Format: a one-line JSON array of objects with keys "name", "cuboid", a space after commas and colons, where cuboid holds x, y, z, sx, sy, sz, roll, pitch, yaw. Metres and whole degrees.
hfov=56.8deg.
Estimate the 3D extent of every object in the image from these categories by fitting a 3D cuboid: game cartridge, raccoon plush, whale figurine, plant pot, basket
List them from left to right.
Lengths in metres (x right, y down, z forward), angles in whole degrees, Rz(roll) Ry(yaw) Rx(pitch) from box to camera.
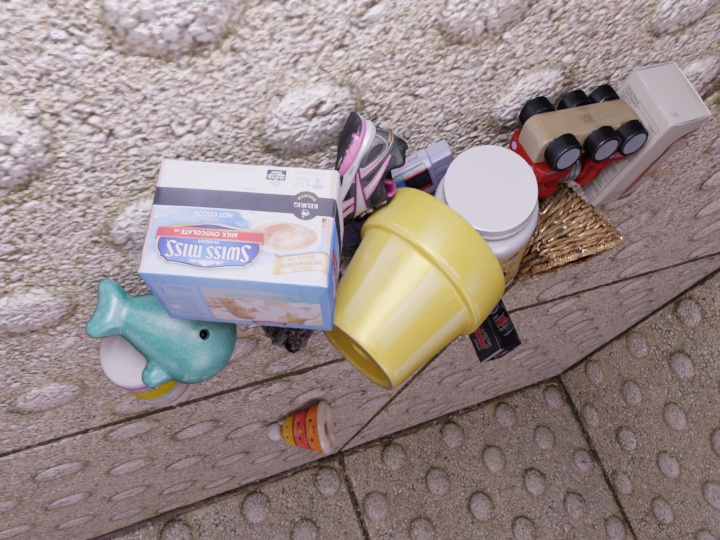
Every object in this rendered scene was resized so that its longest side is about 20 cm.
[{"name": "whale figurine", "cuboid": [-0.255, 0.075, 0.884, 0.196, 0.164, 0.103, 23, 164, -30]}, {"name": "raccoon plush", "cuboid": [-0.090, 0.041, 1.118, 0.200, 0.096, 0.136, -43, 166, -50]}, {"name": "game cartridge", "cuboid": [0.045, -0.103, 0.945, 0.196, 0.039, 0.130, -26, 162, 7]}, {"name": "plant pot", "cuboid": [0.052, 0.036, 0.840, 0.190, 0.199, 0.202, -48, 165, -18]}, {"name": "basket", "cuboid": [0.319, -0.031, 1.117, 0.143, 0.148, 0.200, -48, 177, -10]}]

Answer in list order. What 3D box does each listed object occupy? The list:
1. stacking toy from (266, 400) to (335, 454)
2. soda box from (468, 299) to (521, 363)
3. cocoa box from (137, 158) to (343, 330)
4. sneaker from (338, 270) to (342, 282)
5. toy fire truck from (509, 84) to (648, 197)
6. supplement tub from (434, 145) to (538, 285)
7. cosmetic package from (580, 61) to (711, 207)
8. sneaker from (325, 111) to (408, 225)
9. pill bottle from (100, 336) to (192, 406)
[{"name": "stacking toy", "cuboid": [-0.178, 0.464, 1.925, 0.193, 0.151, 0.146, -10, 160, 10]}, {"name": "soda box", "cuboid": [0.233, 0.069, 1.296, 0.062, 0.205, 0.071, -7, 155, -34]}, {"name": "cocoa box", "cuboid": [-0.120, -0.023, 0.726, 0.193, 0.135, 0.134, 4, 156, 2]}, {"name": "sneaker", "cuboid": [-0.087, -0.017, 0.893, 0.074, 0.079, 0.201, -32, 123, 11]}, {"name": "toy fire truck", "cuboid": [0.284, -0.160, 0.967, 0.171, 0.131, 0.202, -14, 147, -20]}, {"name": "supplement tub", "cuboid": [0.168, -0.064, 0.929, 0.141, 0.149, 0.201, -20, 157, -6]}, {"name": "cosmetic package", "cuboid": [0.406, -0.198, 0.996, 0.085, 0.106, 0.201, -16, 159, -21]}, {"name": "sneaker", "cuboid": [-0.002, -0.094, 0.811, 0.084, 0.082, 0.201, 15, 148, -13]}, {"name": "pill bottle", "cuboid": [-0.318, 0.148, 1.033, 0.101, 0.107, 0.201, -20, 159, -7]}]
